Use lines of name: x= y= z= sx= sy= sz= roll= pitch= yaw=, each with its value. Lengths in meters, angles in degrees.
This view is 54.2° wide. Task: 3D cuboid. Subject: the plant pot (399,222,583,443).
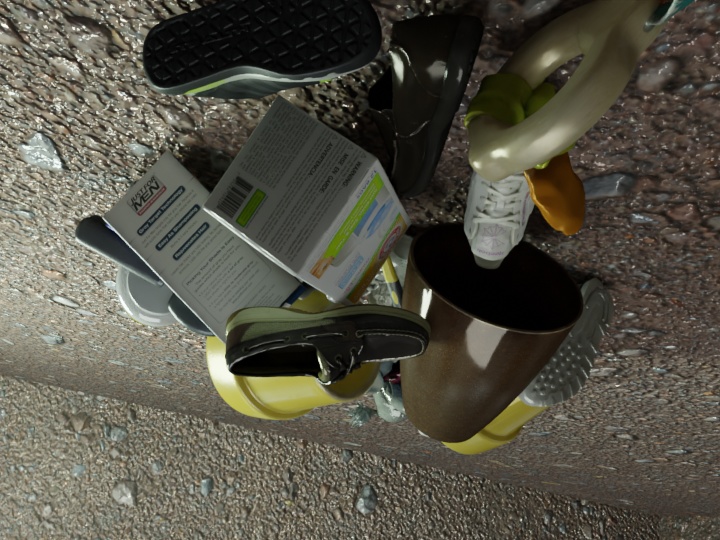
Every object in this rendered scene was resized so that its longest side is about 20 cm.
plant pot: x=0.116 y=0.083 z=0.768 sx=0.184 sy=0.188 sz=0.202 roll=12 pitch=123 yaw=-6

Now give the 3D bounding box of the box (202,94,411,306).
box: x=-0.036 y=-0.049 z=0.630 sx=0.101 sy=0.113 sz=0.200 roll=34 pitch=177 yaw=16

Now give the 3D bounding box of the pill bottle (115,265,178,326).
pill bottle: x=-0.273 y=0.020 z=0.950 sx=0.110 sy=0.113 sz=0.200 roll=17 pitch=170 yaw=-16

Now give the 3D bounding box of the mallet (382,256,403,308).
mallet: x=0.042 y=0.003 z=0.793 sx=0.065 sy=0.041 sz=0.202 roll=-12 pitch=116 yaw=32

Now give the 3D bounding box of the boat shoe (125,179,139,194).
boat shoe: x=-0.176 y=-0.062 z=0.832 sx=0.198 sy=0.072 sz=0.062 roll=28 pitch=110 yaw=-21

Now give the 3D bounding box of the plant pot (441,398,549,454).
plant pot: x=0.199 y=0.138 z=0.993 sx=0.199 sy=0.203 sz=0.188 roll=25 pitch=140 yaw=-34

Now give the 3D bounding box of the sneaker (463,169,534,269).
sneaker: x=0.132 y=-0.068 z=0.616 sx=0.074 sy=0.101 sz=0.201 roll=9 pitch=157 yaw=8

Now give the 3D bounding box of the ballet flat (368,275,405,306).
ballet flat: x=0.037 y=0.037 z=0.973 sx=0.071 sy=0.073 sz=0.201 roll=8 pitch=158 yaw=5

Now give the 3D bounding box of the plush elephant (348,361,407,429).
plush elephant: x=0.054 y=0.170 z=1.206 sx=0.197 sy=0.165 sz=0.157 roll=-20 pitch=119 yaw=-8

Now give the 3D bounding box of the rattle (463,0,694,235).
rattle: x=0.174 y=-0.110 z=0.449 sx=0.199 sy=0.130 sz=0.143 roll=-35 pitch=101 yaw=31

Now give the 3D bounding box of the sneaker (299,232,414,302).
sneaker: x=0.000 y=0.000 z=0.862 sx=0.197 sy=0.088 sz=0.075 roll=-3 pitch=154 yaw=27

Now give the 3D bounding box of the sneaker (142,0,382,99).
sneaker: x=-0.071 y=-0.170 z=0.532 sx=0.197 sy=0.073 sz=0.083 roll=1 pitch=-177 yaw=22

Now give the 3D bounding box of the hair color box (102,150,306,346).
hair color box: x=-0.161 y=-0.017 z=0.739 sx=0.200 sy=0.100 sz=0.061 roll=45 pitch=176 yaw=6

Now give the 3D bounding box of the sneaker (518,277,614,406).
sneaker: x=0.236 y=0.091 z=0.855 sx=0.080 sy=0.200 sz=0.077 roll=-15 pitch=113 yaw=52

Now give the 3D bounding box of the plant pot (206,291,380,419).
plant pot: x=-0.078 y=0.107 z=0.964 sx=0.187 sy=0.204 sz=0.200 roll=-4 pitch=156 yaw=46

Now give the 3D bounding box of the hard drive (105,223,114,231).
hard drive: x=-0.186 y=-0.011 z=0.836 sx=0.198 sy=0.026 sz=0.132 roll=32 pitch=-172 yaw=5

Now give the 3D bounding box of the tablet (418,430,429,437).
tablet: x=0.128 y=0.163 z=1.062 sx=0.129 sy=0.203 sz=0.014 roll=26 pitch=139 yaw=-34

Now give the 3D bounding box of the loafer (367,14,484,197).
loafer: x=0.041 y=-0.132 z=0.556 sx=0.070 sy=0.074 sz=0.201 roll=20 pitch=154 yaw=2

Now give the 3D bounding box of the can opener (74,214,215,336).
can opener: x=-0.244 y=0.012 z=0.825 sx=0.198 sy=0.067 sz=0.053 roll=30 pitch=-173 yaw=-9

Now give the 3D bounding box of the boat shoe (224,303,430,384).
boat shoe: x=-0.031 y=0.076 z=0.665 sx=0.196 sy=0.065 sz=0.074 roll=-2 pitch=139 yaw=2
